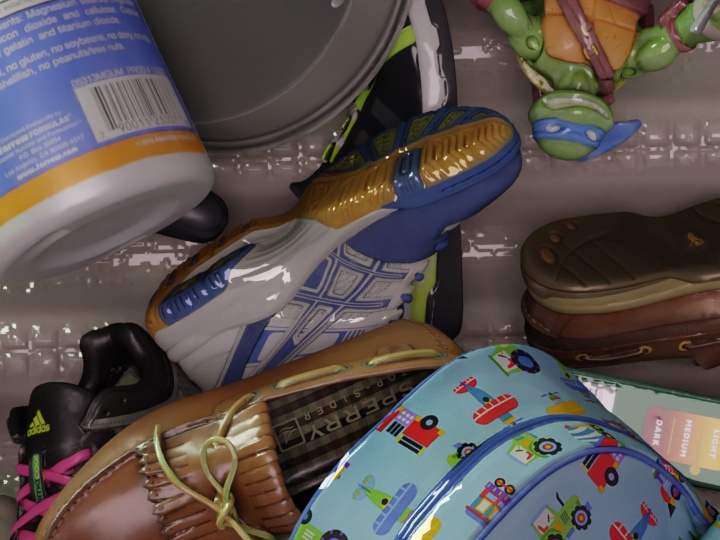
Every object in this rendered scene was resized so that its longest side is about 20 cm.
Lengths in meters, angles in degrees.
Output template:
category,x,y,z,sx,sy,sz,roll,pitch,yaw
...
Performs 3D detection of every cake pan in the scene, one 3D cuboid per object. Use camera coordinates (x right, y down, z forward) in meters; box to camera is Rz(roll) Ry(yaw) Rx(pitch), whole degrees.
category,x,y,z,sx,sy,sz,roll,pitch,yaw
cake pan,-0.071,-0.155,0.797,0.200,0.037,0.201,1,92,20

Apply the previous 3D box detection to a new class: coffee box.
category,x,y,z,sx,sy,sz,roll,pitch,yaw
coffee box,0.144,0.078,0.799,0.200,0.123,0.044,11,85,-1

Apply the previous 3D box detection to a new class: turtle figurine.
category,x,y,z,sx,sy,sz,roll,pitch,yaw
turtle figurine,0.109,-0.160,0.761,0.144,0.200,0.194,-2,68,32

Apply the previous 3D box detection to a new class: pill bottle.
category,x,y,z,sx,sy,sz,roll,pitch,yaw
pill bottle,-0.153,-0.105,0.750,0.112,0.112,0.200,-26,82,2

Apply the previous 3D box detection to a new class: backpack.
category,x,y,z,sx,sy,sz,roll,pitch,yaw
backpack,0.074,0.138,0.670,0.183,0.134,0.200,-42,122,-16

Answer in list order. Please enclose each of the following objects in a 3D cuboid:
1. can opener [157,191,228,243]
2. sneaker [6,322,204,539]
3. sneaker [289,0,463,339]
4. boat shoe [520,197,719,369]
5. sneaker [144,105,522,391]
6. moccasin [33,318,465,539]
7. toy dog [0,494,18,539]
category,x,y,z,sx,sy,sz,roll,pitch,yaw
can opener,-0.158,-0.057,0.823,0.200,0.063,0.079,23,93,-1
sneaker,-0.131,0.098,0.765,0.074,0.200,0.088,-13,121,34
sneaker,0.006,-0.053,0.818,0.083,0.072,0.200,-2,94,2
boat shoe,0.174,0.010,0.829,0.200,0.072,0.068,-5,127,-7
sneaker,0.000,0.000,0.775,0.200,0.075,0.088,-30,107,25
moccasin,-0.040,0.085,0.706,0.201,0.078,0.074,-19,101,-13
toy dog,-0.246,0.132,0.801,0.200,0.140,0.194,23,103,-1
